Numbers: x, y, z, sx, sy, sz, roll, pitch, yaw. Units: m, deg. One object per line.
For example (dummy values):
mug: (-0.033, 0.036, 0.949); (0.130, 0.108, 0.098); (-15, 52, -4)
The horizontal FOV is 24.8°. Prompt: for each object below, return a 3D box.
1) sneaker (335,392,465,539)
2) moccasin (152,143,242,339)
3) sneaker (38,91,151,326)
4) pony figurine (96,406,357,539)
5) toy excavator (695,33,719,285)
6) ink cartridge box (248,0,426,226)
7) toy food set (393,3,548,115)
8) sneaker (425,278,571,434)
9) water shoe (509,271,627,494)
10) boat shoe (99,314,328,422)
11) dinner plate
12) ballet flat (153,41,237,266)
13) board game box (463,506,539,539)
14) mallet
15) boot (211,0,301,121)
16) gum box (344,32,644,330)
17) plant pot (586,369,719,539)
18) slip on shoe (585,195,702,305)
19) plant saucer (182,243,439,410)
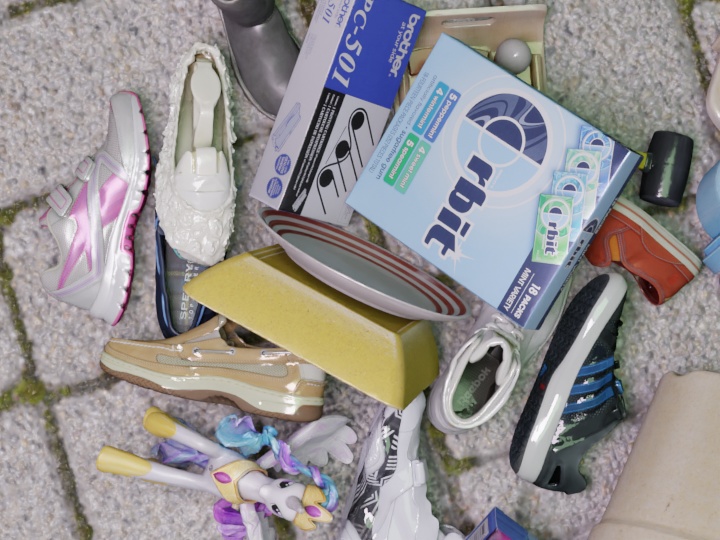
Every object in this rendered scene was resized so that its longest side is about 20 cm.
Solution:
sneaker: (0.049, 0.200, 1.424); (0.114, 0.075, 0.202); (17, 91, -4)
moccasin: (-0.140, -0.034, 1.420); (0.080, 0.068, 0.202); (-2, 87, -5)
sneaker: (-0.229, -0.058, 1.408); (0.087, 0.081, 0.202); (10, 86, -6)
pony figurine: (-0.097, 0.179, 1.371); (0.198, 0.193, 0.168); (17, 82, 15)
toy excavator: (0.347, -0.099, 1.453); (0.194, 0.100, 0.200); (-43, 86, -14)
ink cartridge box: (-0.019, -0.144, 1.403); (0.044, 0.094, 0.202); (26, 100, 39)
toy food set: (0.104, -0.130, 1.449); (0.142, 0.060, 0.202); (-4, 87, -5)
sneaker: (0.131, 0.055, 1.416); (0.073, 0.116, 0.201); (31, 84, -1)
water shoe: (0.200, 0.099, 1.442); (0.078, 0.072, 0.202); (22, 101, -10)
boat shoe: (-0.119, 0.070, 1.359); (0.198, 0.072, 0.077); (10, 94, 13)
dinner plate: (0.000, 0.000, 1.370); (0.199, 0.200, 0.024); (27, 100, -3)
ballet flat: (-0.137, -0.105, 1.376); (0.071, 0.072, 0.202); (-2, 65, -5)
board game box: (0.129, 0.333, 1.390); (0.198, 0.043, 0.200); (36, 108, -10)
mallet: (0.204, -0.100, 1.442); (0.198, 0.041, 0.067); (7, 88, -23)
boot: (-0.092, -0.216, 1.367); (0.072, 0.200, 0.183); (-29, 90, -5)
gum box: (0.109, -0.076, 1.375); (0.199, 0.044, 0.171); (36, 102, 23)
plant pot: (0.298, 0.192, 1.397); (0.199, 0.201, 0.185); (20, 75, -3)
slip on shoe: (0.215, -0.035, 1.430); (0.199, 0.074, 0.061); (35, 91, -26)
plant saucer: (-0.026, 0.033, 1.344); (0.199, 0.200, 0.049); (28, 100, 8)
